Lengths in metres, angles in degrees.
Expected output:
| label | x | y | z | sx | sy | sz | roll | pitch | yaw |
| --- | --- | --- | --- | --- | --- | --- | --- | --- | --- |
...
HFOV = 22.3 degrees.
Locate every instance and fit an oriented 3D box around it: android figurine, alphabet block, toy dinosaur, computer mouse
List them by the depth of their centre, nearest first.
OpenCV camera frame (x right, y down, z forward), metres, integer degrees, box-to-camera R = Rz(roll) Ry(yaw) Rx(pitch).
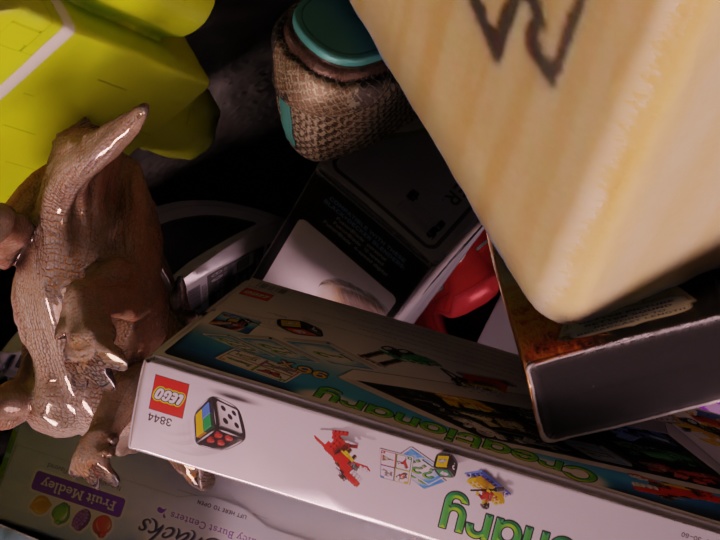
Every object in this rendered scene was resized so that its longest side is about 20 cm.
| label | x | y | z | sx | sy | sz | roll | pitch | yaw |
| --- | --- | --- | --- | --- | --- | --- | --- | --- | --- |
| alphabet block | 0.110 | -0.136 | 0.562 | 0.194 | 0.197 | 0.201 | -21 | 154 | -21 |
| android figurine | -0.134 | -0.053 | 0.629 | 0.182 | 0.041 | 0.199 | -39 | 157 | 19 |
| toy dinosaur | -0.093 | 0.005 | 0.645 | 0.136 | 0.085 | 0.202 | -58 | 160 | -51 |
| computer mouse | -0.121 | 0.020 | 0.765 | 0.199 | 0.044 | 0.110 | -31 | 170 | -12 |

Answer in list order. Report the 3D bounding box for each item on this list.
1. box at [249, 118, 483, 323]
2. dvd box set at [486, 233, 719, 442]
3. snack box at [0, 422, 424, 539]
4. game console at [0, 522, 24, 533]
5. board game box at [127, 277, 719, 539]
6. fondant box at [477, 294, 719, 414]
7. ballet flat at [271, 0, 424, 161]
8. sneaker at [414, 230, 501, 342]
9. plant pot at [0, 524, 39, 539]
| label | x | y | z | sx | sy | sz | roll | pitch | yaw |
| --- | --- | --- | --- | --- | --- | --- | --- | --- | --- |
| box | 0.000 | 0.000 | 0.783 | 0.117 | 0.060 | 0.200 | -47 | 175 | -38 |
| dvd box set | 0.122 | 0.000 | 0.655 | 0.145 | 0.030 | 0.200 | -14 | -166 | 4 |
| snack box | -0.042 | 0.122 | 0.781 | 0.142 | 0.198 | 0.054 | 54 | 53 | -69 |
| game console | -0.096 | 0.141 | 0.948 | 0.118 | 0.174 | 0.199 | -12 | 164 | 28 |
| board game box | 0.035 | 0.055 | 0.616 | 0.126 | 0.198 | 0.035 | -43 | 148 | -73 |
| fondant box | 0.153 | 0.003 | 0.833 | 0.202 | 0.143 | 0.058 | -63 | 151 | 1 |
| ballet flat | 0.048 | -0.099 | 0.694 | 0.199 | 0.068 | 0.076 | -30 | 151 | -25 |
| sneaker | 0.054 | 0.029 | 0.932 | 0.076 | 0.085 | 0.200 | -29 | 155 | 0 |
| plant pot | -0.165 | 0.172 | 0.751 | 0.136 | 0.198 | 0.200 | -68 | 157 | -12 |
